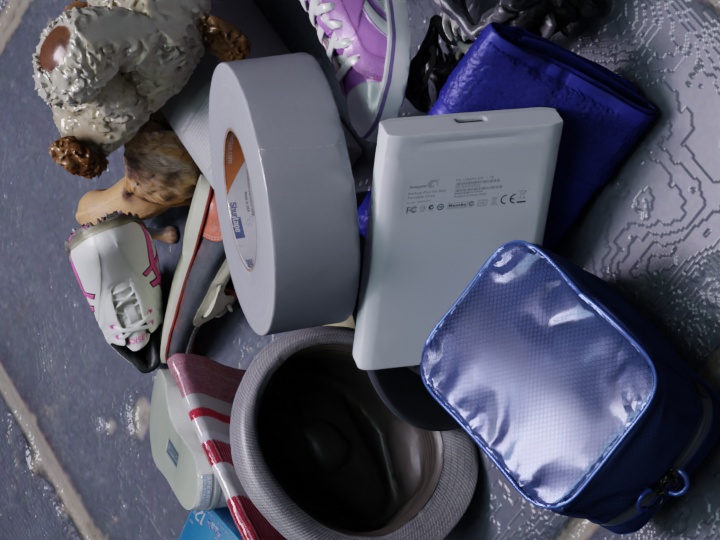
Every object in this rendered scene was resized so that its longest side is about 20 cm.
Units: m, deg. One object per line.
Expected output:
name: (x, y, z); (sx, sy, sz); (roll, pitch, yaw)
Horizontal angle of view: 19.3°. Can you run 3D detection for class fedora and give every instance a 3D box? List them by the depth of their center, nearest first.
fedora: (-0.014, 0.142, 1.645); (0.200, 0.177, 0.090); (39, 160, 0)

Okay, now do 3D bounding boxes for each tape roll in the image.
tape roll: (-0.058, -0.056, 1.544); (0.200, 0.066, 0.202); (171, 90, -76)

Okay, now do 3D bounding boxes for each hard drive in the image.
hard drive: (0.068, -0.021, 1.512); (0.026, 0.131, 0.201); (-116, 27, -50)

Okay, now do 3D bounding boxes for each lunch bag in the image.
lunch bag: (0.157, 0.088, 1.477); (0.136, 0.132, 0.200); (-50, 56, 13)

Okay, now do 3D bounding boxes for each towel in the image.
towel: (0.101, -0.079, 1.535); (0.200, 0.147, 0.050); (-54, 22, 28)
towel: (-0.075, 0.161, 1.691); (0.023, 0.144, 0.201); (-35, 66, 20)

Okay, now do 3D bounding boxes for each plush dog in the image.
plush dog: (-0.191, -0.167, 1.686); (0.172, 0.160, 0.201); (-44, 31, 47)

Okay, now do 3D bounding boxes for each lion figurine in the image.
lion figurine: (-0.191, -0.064, 1.816); (0.200, 0.122, 0.073); (-38, 65, 37)

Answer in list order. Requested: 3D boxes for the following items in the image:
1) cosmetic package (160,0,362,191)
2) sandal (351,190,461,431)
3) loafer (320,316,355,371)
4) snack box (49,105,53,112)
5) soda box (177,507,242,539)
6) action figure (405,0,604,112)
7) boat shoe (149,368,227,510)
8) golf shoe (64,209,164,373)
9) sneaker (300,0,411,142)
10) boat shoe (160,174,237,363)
cosmetic package: (-0.100, -0.141, 1.741); (0.090, 0.106, 0.201); (-50, 59, 29)
sandal: (0.030, 0.037, 1.589); (0.043, 0.076, 0.201); (0, 120, 63)
loafer: (0.000, 0.000, 1.668); (0.076, 0.068, 0.201); (47, 120, 34)
snack box: (-0.197, -0.207, 1.856); (0.200, 0.072, 0.024); (-49, 60, 32)
soda box: (-0.068, 0.269, 1.736); (0.200, 0.064, 0.068); (44, 119, 35)
action figure: (0.095, -0.195, 1.550); (0.200, 0.118, 0.103); (-35, 71, 44)
boat shoe: (-0.131, 0.146, 1.790); (0.201, 0.071, 0.071); (-127, 46, -61)
golf shoe: (-0.198, 0.018, 1.806); (0.200, 0.072, 0.093); (81, 163, -66)
sneaker: (-0.025, -0.192, 1.547); (0.073, 0.113, 0.202); (137, 134, -61)
boat shoe: (-0.127, 0.006, 1.792); (0.071, 0.062, 0.201); (-91, 16, -52)
